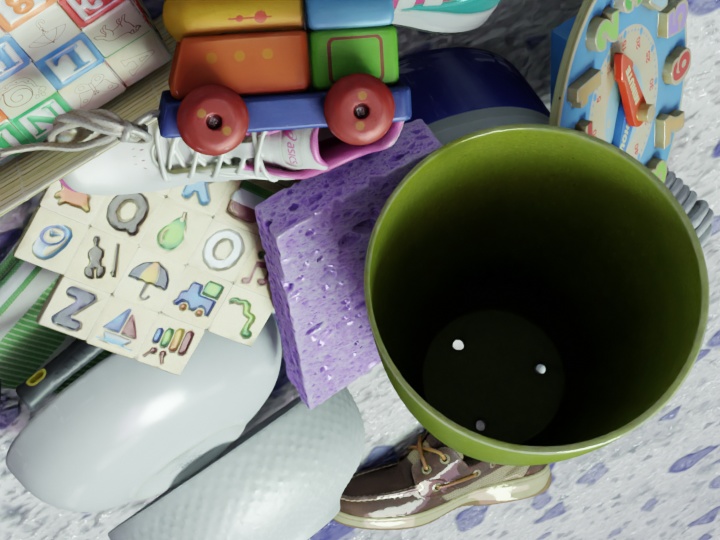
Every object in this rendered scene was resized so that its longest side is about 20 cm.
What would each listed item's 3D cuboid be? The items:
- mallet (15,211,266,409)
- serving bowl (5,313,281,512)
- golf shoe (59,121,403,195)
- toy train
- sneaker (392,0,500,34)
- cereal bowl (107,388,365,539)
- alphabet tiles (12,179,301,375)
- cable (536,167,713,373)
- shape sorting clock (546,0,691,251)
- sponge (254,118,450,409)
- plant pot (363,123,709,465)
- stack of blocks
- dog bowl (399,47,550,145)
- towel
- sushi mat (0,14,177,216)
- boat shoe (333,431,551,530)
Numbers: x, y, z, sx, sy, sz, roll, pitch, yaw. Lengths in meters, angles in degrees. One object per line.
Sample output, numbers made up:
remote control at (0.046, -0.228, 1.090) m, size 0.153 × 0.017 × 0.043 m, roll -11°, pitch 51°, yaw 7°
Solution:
mallet at (-0.129, 0.009, 1.202) m, size 0.200 × 0.066 × 0.041 m, roll -35°, pitch 130°, yaw -3°
serving bowl at (-0.128, 0.098, 1.285) m, size 0.200 × 0.066 × 0.200 m, roll -33°, pitch 168°, yaw -8°
golf shoe at (-0.068, -0.080, 1.079) m, size 0.200 × 0.092 × 0.075 m, roll -18°, pitch 122°, yaw -14°
toy train at (-0.079, -0.118, 0.955) m, size 0.200 × 0.085 × 0.116 m, roll -4°, pitch 103°, yaw -7°
sneaker at (0.025, -0.180, 1.051) m, size 0.200 × 0.084 × 0.121 m, roll -12°, pitch 151°, yaw -43°
cereal bowl at (-0.075, 0.161, 1.398) m, size 0.200 × 0.083 × 0.200 m, roll -35°, pitch 180°, yaw 0°
alphabet tiles at (-0.099, -0.038, 1.144) m, size 0.166 × 0.006 × 0.200 m, roll 22°, pitch 104°, yaw -32°
cable at (0.160, 0.010, 1.401) m, size 0.200 × 0.069 × 0.200 m, roll -42°, pitch 177°, yaw -13°
shape sorting clock at (0.164, -0.101, 1.235) m, size 0.200 × 0.039 × 0.200 m, roll -31°, pitch 129°, yaw -48°
sponge at (0.000, 0.000, 1.190) m, size 0.111 × 0.030 × 0.200 m, roll -30°, pitch 150°, yaw -14°
plant pot at (0.091, 0.039, 1.159) m, size 0.187 × 0.187 × 0.200 m, roll -24°, pitch 164°, yaw -10°
stack of blocks at (-0.209, -0.101, 0.992) m, size 0.200 × 0.059 × 0.115 m, roll -32°, pitch 150°, yaw 3°
dog bowl at (0.038, -0.046, 1.272) m, size 0.200 × 0.079 × 0.200 m, roll -22°, pitch 149°, yaw -14°
towel at (-0.164, 0.026, 1.262) m, size 0.200 × 0.023 × 0.153 m, roll 8°, pitch 134°, yaw -50°
sushi mat at (-0.148, -0.083, 1.045) m, size 0.200 × 0.096 × 0.012 m, roll -31°, pitch 128°, yaw 1°
boat shoe at (0.064, 0.159, 1.630) m, size 0.200 × 0.072 × 0.072 m, roll -8°, pitch 114°, yaw -16°
